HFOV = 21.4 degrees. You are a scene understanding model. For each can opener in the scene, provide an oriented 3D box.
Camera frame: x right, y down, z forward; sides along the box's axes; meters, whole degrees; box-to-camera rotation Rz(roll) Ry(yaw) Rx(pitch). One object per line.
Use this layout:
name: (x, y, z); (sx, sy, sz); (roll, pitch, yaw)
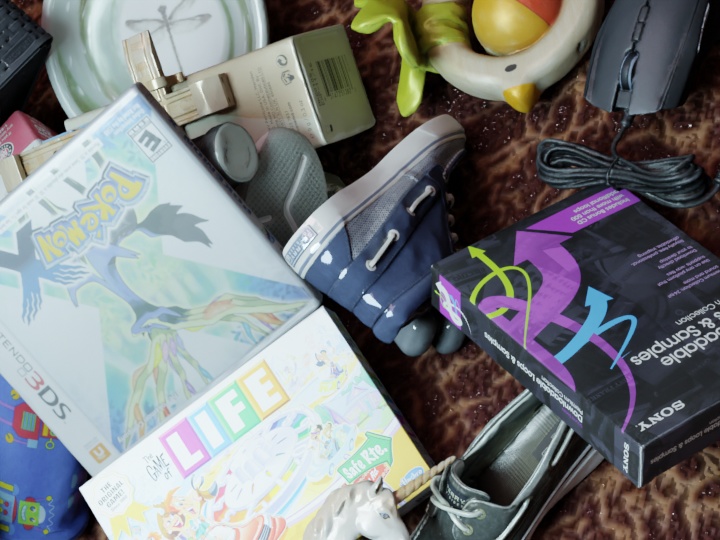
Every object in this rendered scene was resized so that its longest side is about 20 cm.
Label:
can opener: (0.000, 0.000, 1.291); (0.200, 0.053, 0.067); (52, 132, 41)

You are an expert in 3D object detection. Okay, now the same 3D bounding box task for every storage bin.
storage bin: (-0.327, -0.131, 1.474); (0.135, 0.094, 0.200); (-50, 3, -27)

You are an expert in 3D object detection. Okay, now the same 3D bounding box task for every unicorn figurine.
unicorn figurine: (-0.019, 0.210, 1.121); (0.199, 0.073, 0.139); (-35, 59, 39)

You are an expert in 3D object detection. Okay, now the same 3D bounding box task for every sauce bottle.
sauce bottle: (-0.150, -0.052, 1.281); (0.199, 0.064, 0.065); (-15, 57, 38)

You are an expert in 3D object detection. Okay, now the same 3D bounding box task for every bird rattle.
bird rattle: (0.095, -0.187, 1.306); (0.162, 0.113, 0.200); (33, 74, 30)

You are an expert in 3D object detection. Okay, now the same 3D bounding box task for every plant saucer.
plant saucer: (-0.148, -0.179, 1.451); (0.198, 0.050, 0.203); (5, 101, 25)

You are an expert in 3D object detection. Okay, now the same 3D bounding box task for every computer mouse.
computer mouse: (0.199, -0.130, 1.184); (0.140, 0.046, 0.201); (17, 66, 39)

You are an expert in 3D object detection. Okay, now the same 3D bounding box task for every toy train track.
toy train track: (-0.178, -0.093, 1.331); (0.198, 0.032, 0.116); (-18, 94, 28)

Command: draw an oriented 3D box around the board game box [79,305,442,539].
board game box: (-0.063, 0.137, 1.213); (0.199, 0.034, 0.135); (-37, 74, 6)

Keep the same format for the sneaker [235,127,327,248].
sneaker: (-0.074, 0.002, 1.285); (0.080, 0.070, 0.203); (17, 100, 55)

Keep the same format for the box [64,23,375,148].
box: (-0.101, -0.105, 1.363); (0.198, 0.095, 0.079); (-16, 96, 25)

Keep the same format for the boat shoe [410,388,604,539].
boat shoe: (0.072, 0.135, 1.140); (0.201, 0.071, 0.072); (-52, 48, 1)

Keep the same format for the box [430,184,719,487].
box: (0.154, 0.029, 1.114); (0.142, 0.036, 0.200); (-26, 45, -23)

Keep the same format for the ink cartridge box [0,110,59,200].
ink cartridge box: (-0.244, -0.001, 1.436); (0.146, 0.085, 0.200); (-45, 50, 7)

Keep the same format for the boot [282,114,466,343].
boot: (0.034, -0.026, 1.230); (0.090, 0.200, 0.073); (43, 132, 6)

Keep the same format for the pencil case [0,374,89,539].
pencil case: (-0.217, 0.088, 1.316); (0.087, 0.077, 0.202); (-86, 5, -70)

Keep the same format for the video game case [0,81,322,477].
video game case: (-0.155, 0.011, 1.225); (0.199, 0.183, 0.022); (-38, 10, 15)
